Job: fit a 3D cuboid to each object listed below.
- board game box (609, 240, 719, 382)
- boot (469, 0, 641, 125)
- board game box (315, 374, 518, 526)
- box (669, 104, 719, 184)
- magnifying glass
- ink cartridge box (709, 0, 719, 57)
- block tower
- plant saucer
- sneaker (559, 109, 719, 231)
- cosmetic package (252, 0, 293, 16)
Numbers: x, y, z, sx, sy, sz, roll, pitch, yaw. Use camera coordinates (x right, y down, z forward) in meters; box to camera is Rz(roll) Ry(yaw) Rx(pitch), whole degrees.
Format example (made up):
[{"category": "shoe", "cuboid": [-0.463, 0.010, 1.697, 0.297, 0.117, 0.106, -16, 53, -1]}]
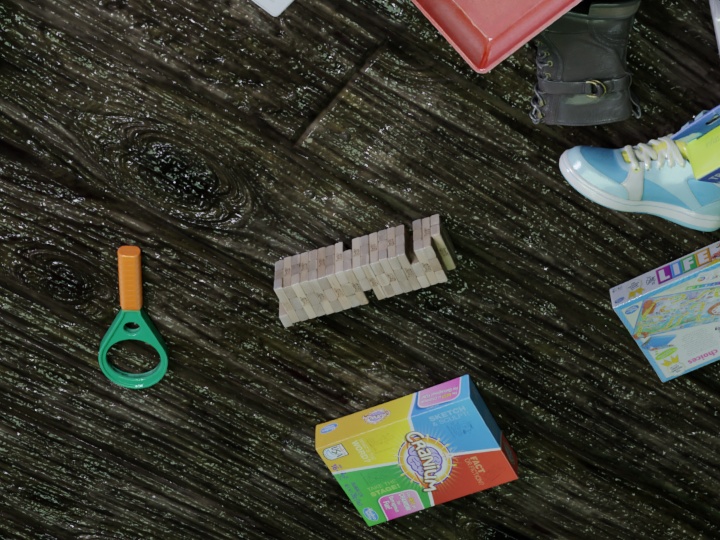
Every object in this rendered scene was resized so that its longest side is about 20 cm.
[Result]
[{"category": "board game box", "cuboid": [0.395, 0.035, 1.886, 0.200, 0.034, 0.135, -25, 125, 19]}, {"category": "boot", "cuboid": [0.183, -0.210, 1.668, 0.199, 0.069, 0.174, 6, 138, 5]}, {"category": "board game box", "cuboid": [0.068, 0.216, 2.032, 0.200, 0.040, 0.153, -21, 127, 16]}, {"category": "box", "cuboid": [0.412, -0.123, 1.644, 0.200, 0.048, 0.122, 5, 155, -34]}, {"category": "magnifying glass", "cuboid": [-0.256, 0.055, 1.914, 0.079, 0.022, 0.200, 3, 131, -2]}, {"category": "ink cartridge box", "cuboid": [0.444, -0.230, 1.636, 0.199, 0.085, 0.146, -12, 129, 12]}, {"category": "block tower", "cuboid": [0.000, 0.000, 1.845, 0.200, 0.054, 0.058, -18, 127, 13]}, {"category": "plant saucer", "cuboid": [0.114, -0.304, 1.527, 0.200, 0.037, 0.200, 47, 132, -10]}, {"category": "sneaker", "cuboid": [0.310, -0.121, 1.732, 0.200, 0.080, 0.131, 12, 131, -22]}, {"category": "cosmetic package", "cuboid": [-0.049, -0.362, 1.452, 0.123, 0.200, 0.199, 34, 122, -28]}]
